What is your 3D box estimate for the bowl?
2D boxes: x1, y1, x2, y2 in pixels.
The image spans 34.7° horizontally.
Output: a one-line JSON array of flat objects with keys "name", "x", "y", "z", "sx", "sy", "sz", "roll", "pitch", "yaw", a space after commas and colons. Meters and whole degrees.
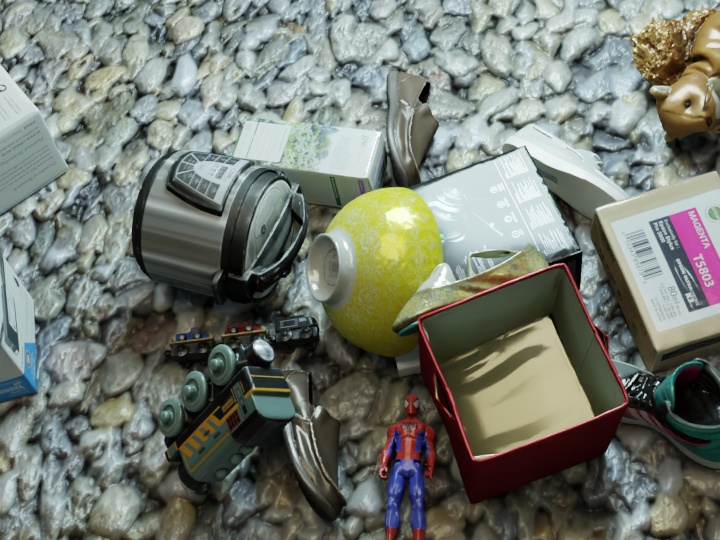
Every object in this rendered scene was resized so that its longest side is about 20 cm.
[{"name": "bowl", "x": 0.000, "y": 0.000, "z": 1.360, "sx": 0.106, "sy": 0.201, "sz": 0.202, "roll": 3, "pitch": 48, "yaw": -33}]

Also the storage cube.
[{"name": "storage cube", "x": 0.173, "y": 0.129, "z": 1.261, "sx": 0.197, "sy": 0.180, "sz": 0.173, "roll": -20, "pitch": 65, "yaw": -5}]

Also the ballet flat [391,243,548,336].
[{"name": "ballet flat", "x": 0.118, "y": 0.017, "z": 1.282, "sx": 0.197, "sy": 0.071, "sz": 0.071, "roll": -17, "pitch": 55, "yaw": -14}]

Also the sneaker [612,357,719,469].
[{"name": "sneaker", "x": 0.333, "y": 0.136, "z": 1.280, "sx": 0.198, "sy": 0.121, "sz": 0.084, "roll": 27, "pitch": 64, "yaw": 24}]

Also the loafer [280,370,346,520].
[{"name": "loafer", "x": -0.055, "y": 0.189, "z": 1.325, "sx": 0.070, "sy": 0.073, "sz": 0.202, "roll": -22, "pitch": 57, "yaw": -6}]

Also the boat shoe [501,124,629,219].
[{"name": "boat shoe", "x": 0.279, "y": -0.130, "z": 1.501, "sx": 0.199, "sy": 0.073, "sz": 0.068, "roll": 31, "pitch": 64, "yaw": 34}]

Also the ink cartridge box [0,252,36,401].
[{"name": "ink cartridge box", "x": -0.471, "y": 0.051, "z": 1.413, "sx": 0.083, "sy": 0.201, "sz": 0.146, "roll": -13, "pitch": 56, "yaw": 0}]

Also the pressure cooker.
[{"name": "pressure cooker", "x": -0.166, "y": -0.053, "z": 1.453, "sx": 0.197, "sy": 0.178, "sz": 0.179, "roll": 14, "pitch": 94, "yaw": 17}]

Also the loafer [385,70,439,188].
[{"name": "loafer", "x": 0.072, "y": -0.198, "z": 1.567, "sx": 0.070, "sy": 0.073, "sz": 0.203, "roll": -5, "pitch": 56, "yaw": 6}]

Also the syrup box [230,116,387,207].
[{"name": "syrup box", "x": -0.068, "y": -0.143, "z": 1.549, "sx": 0.196, "sy": 0.082, "sz": 0.080, "roll": 8, "pitch": 60, "yaw": 13}]

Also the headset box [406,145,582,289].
[{"name": "headset box", "x": 0.145, "y": -0.031, "z": 1.404, "sx": 0.197, "sy": 0.093, "sz": 0.176, "roll": -20, "pitch": 56, "yaw": -5}]

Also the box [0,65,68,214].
[{"name": "box", "x": -0.556, "y": -0.185, "z": 1.622, "sx": 0.199, "sy": 0.131, "sz": 0.199, "roll": -36, "pitch": 59, "yaw": -15}]

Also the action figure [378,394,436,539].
[{"name": "action figure", "x": 0.054, "y": 0.233, "z": 1.307, "sx": 0.064, "sy": 0.052, "sz": 0.203, "roll": -3, "pitch": 54, "yaw": 11}]

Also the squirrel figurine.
[{"name": "squirrel figurine", "x": 0.451, "y": -0.261, "z": 1.536, "sx": 0.186, "sy": 0.142, "sz": 0.200, "roll": -43, "pitch": 46, "yaw": -7}]

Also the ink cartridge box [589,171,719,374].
[{"name": "ink cartridge box", "x": 0.385, "y": 0.001, "z": 1.375, "sx": 0.162, "sy": 0.075, "sz": 0.203, "roll": -18, "pitch": 64, "yaw": -2}]

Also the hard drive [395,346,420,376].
[{"name": "hard drive", "x": 0.132, "y": 0.050, "z": 1.425, "sx": 0.196, "sy": 0.027, "sz": 0.134, "roll": -12, "pitch": 56, "yaw": 1}]

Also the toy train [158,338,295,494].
[{"name": "toy train", "x": -0.156, "y": 0.168, "z": 1.313, "sx": 0.200, "sy": 0.084, "sz": 0.115, "roll": -45, "pitch": 54, "yaw": 29}]

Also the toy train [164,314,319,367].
[{"name": "toy train", "x": -0.148, "y": 0.084, "z": 1.442, "sx": 0.196, "sy": 0.034, "sz": 0.046, "roll": -8, "pitch": 52, "yaw": 3}]
